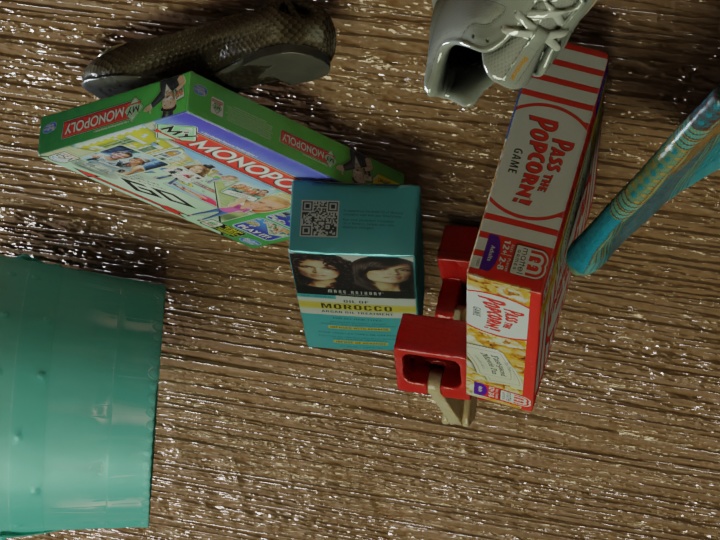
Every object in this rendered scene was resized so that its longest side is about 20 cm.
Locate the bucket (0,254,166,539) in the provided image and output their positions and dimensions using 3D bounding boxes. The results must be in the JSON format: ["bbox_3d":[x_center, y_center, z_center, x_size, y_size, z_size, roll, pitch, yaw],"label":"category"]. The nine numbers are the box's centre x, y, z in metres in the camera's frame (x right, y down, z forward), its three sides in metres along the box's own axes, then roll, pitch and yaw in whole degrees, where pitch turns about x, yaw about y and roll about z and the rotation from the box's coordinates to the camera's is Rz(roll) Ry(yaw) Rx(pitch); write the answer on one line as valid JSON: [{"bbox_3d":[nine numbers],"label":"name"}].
[{"bbox_3d":[-0.212,0.093,1.721,0.134,0.208,0.207,5,151,-4],"label":"bucket"}]

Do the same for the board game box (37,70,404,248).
[{"bbox_3d":[-0.086,-0.067,1.514,0.134,0.029,0.200,-12,156,40],"label":"board game box"}]

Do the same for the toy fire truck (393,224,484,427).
[{"bbox_3d":[0.071,0.050,1.577,0.048,0.142,0.200,6,150,14],"label":"toy fire truck"}]

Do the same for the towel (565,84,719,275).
[{"bbox_3d":[0.198,-0.077,1.319,0.022,0.146,0.200,49,149,7],"label":"towel"}]

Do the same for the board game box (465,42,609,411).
[{"bbox_3d":[0.101,-0.023,1.401,0.046,0.152,0.200,15,160,8],"label":"board game box"}]

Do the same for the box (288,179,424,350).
[{"bbox_3d":[0.000,0.000,1.570,0.082,0.049,0.200,2,161,4],"label":"box"}]

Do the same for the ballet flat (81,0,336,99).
[{"bbox_3d":[-0.092,-0.132,1.445,0.199,0.047,0.067,-8,160,43],"label":"ballet flat"}]

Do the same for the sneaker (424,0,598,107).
[{"bbox_3d":[0.103,-0.146,1.276,0.075,0.092,0.200,26,149,-21],"label":"sneaker"}]
